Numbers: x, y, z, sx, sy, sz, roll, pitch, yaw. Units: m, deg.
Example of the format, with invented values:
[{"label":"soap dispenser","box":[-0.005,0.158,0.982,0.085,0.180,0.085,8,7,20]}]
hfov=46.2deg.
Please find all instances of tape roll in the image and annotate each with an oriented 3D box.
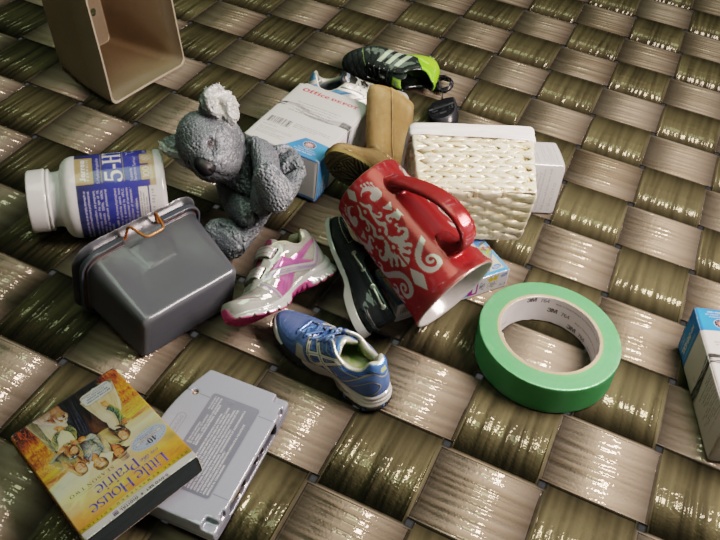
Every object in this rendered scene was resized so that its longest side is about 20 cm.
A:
[{"label":"tape roll","box":[0.257,0.102,1.167,0.196,0.049,0.203,4,43,-4]}]

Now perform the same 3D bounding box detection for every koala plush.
[{"label":"koala plush","box":[-0.196,-0.162,1.259,0.199,0.177,0.185,40,34,-14]}]

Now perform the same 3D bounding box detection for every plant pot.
[{"label":"plant pot","box":[-0.477,-0.459,1.584,0.174,0.203,0.200,17,42,28]}]

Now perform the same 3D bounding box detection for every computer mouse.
[{"label":"computer mouse","box":[0.160,-0.325,1.633,0.057,0.034,0.202,-15,36,14]}]

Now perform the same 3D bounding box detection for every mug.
[{"label":"mug","box":[0.081,-0.057,1.153,0.201,0.178,0.133,51,31,16]}]

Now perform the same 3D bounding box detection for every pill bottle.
[{"label":"pill bottle","box":[-0.391,-0.113,1.263,0.196,0.121,0.121,-8,44,-15]}]

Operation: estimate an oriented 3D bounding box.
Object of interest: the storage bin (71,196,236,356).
[{"label":"storage bin","box":[-0.267,0.009,1.145,0.134,0.147,0.199,42,52,20]}]

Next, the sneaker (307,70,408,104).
[{"label":"sneaker","box":[-0.004,-0.333,1.586,0.195,0.073,0.073,5,40,-4]}]

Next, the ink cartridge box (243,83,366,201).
[{"label":"ink cartridge box","box":[-0.090,-0.225,1.447,0.143,0.085,0.201,22,44,16]}]

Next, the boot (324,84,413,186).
[{"label":"boot","box":[0.016,-0.228,1.409,0.174,0.066,0.204,29,52,-35]}]

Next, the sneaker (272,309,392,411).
[{"label":"sneaker","box":[-0.036,0.099,1.111,0.198,0.078,0.076,29,48,25]}]

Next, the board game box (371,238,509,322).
[{"label":"board game box","box":[0.107,-0.006,1.275,0.196,0.035,0.135,-16,47,-23]}]

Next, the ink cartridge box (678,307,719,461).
[{"label":"ink cartridge box","box":[0.518,0.155,1.116,0.143,0.085,0.202,7,43,1]}]

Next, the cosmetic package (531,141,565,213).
[{"label":"cosmetic package","box":[0.229,-0.157,1.405,0.195,0.103,0.075,0,41,-6]}]

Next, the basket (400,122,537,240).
[{"label":"basket","box":[0.164,-0.131,1.278,0.195,0.137,0.126,1,56,-5]}]

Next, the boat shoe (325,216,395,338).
[{"label":"boat shoe","box":[0.000,0.000,1.207,0.059,0.076,0.203,-24,62,10]}]

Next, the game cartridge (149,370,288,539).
[{"label":"game cartridge","box":[-0.184,0.212,1.002,0.131,0.041,0.201,21,44,10]}]

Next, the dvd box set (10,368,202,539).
[{"label":"dvd box set","box":[-0.291,0.208,0.958,0.145,0.030,0.199,-34,45,-26]}]

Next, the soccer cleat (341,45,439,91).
[{"label":"soccer cleat","box":[0.058,-0.394,1.661,0.195,0.068,0.082,6,48,4]}]

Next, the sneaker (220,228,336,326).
[{"label":"sneaker","box":[-0.125,0.008,1.173,0.199,0.081,0.089,-35,98,-43]}]
